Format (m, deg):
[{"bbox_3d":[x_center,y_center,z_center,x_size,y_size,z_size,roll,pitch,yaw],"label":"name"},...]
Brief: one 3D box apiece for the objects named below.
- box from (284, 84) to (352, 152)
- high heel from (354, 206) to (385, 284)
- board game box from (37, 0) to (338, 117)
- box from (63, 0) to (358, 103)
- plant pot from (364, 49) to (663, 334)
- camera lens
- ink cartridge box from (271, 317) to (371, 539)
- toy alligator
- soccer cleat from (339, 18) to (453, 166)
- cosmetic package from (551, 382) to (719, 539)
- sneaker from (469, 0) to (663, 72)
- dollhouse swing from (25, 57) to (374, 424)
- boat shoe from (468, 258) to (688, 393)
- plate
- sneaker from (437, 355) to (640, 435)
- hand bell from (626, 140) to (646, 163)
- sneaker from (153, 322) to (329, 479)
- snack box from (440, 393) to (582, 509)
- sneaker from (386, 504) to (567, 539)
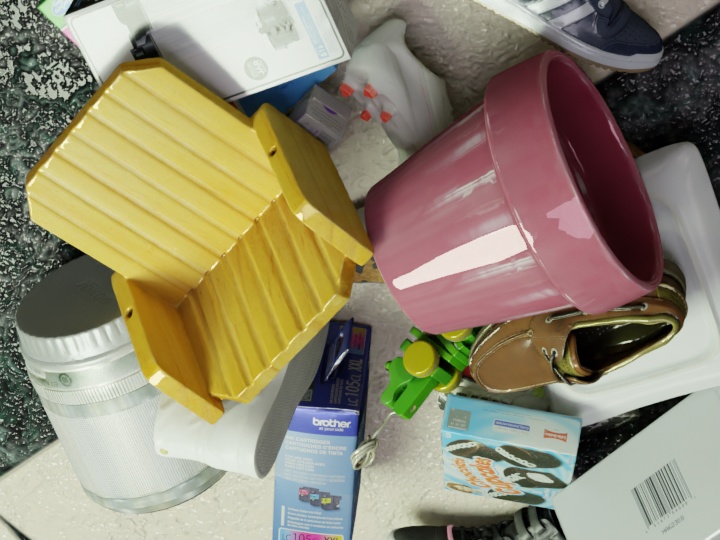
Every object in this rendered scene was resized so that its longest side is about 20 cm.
[{"bbox_3d":[-0.080,-0.080,1.486,0.041,0.039,0.200,33,135,-18],"label":"box"},{"bbox_3d":[0.000,0.000,1.549,0.199,0.072,0.143,27,134,-13],"label":"high heel"},{"bbox_3d":[-0.137,-0.196,1.450,0.153,0.040,0.200,-37,111,25],"label":"board game box"},{"bbox_3d":[-0.114,-0.191,1.390,0.199,0.060,0.117,-16,118,16],"label":"box"},{"bbox_3d":[0.110,-0.042,1.369,0.178,0.200,0.201,-25,116,22],"label":"plant pot"},{"bbox_3d":[-0.199,0.099,1.569,0.159,0.160,0.201,-12,120,14],"label":"camera lens"},{"bbox_3d":[-0.034,0.137,1.586,0.076,0.137,0.201,4,122,3],"label":"ink cartridge box"},{"bbox_3d":[0.049,0.079,1.509,0.200,0.054,0.059,-46,146,5],"label":"toy alligator"},{"bbox_3d":[0.054,-0.115,1.464,0.069,0.078,0.200,13,148,43],"label":"soccer cleat"},{"bbox_3d":[0.312,0.208,1.548,0.199,0.123,0.199,-41,140,26],"label":"cosmetic package"},{"bbox_3d":[0.160,-0.235,1.371,0.199,0.070,0.109,25,123,-5],"label":"sneaker"},{"bbox_3d":[-0.134,-0.027,1.363,0.175,0.182,0.200,26,118,-41],"label":"dollhouse swing"},{"bbox_3d":[0.167,0.055,1.428,0.199,0.068,0.072,-29,120,29],"label":"boat shoe"},{"bbox_3d":[0.213,0.018,1.467,0.199,0.032,0.201,-19,94,28],"label":"plate"},{"bbox_3d":[0.161,0.094,1.573,0.199,0.086,0.077,13,157,-22],"label":"sneaker"},{"bbox_3d":[0.268,-0.050,1.478,0.200,0.104,0.104,39,119,-1],"label":"hand bell"},{"bbox_3d":[-0.102,0.078,1.477,0.115,0.201,0.074,7,134,20],"label":"sneaker"},{"bbox_3d":[0.130,0.162,1.569,0.115,0.037,0.200,10,160,8],"label":"snack box"},{"bbox_3d":[0.129,0.249,1.677,0.199,0.071,0.100,15,121,-9],"label":"sneaker"}]
